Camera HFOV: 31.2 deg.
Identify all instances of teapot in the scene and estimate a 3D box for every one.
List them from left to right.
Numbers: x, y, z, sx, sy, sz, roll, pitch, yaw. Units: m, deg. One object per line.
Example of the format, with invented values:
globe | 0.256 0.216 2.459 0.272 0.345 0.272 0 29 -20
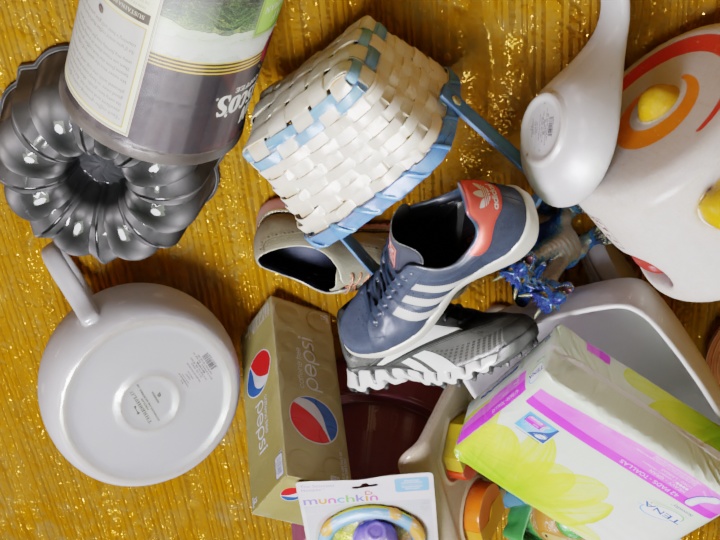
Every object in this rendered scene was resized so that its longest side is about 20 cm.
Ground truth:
teapot | -0.214 0.088 1.191 0.195 0.146 0.202 8 108 -28

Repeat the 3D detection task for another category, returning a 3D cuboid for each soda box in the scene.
soda box | -0.060 0.123 1.150 0.067 0.201 0.064 18 132 -27

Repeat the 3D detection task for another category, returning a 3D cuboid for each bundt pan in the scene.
bundt pan | -0.219 -0.086 1.085 0.199 0.076 0.203 4 130 5

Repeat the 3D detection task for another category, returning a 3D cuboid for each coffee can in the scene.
coffee can | -0.129 -0.200 0.931 0.145 0.147 0.201 18 130 -7

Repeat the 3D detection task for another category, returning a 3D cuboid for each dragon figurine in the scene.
dragon figurine | 0.135 -0.012 1.032 0.099 0.200 0.059 -36 99 -8

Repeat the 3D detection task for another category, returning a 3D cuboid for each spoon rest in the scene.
spoon rest | 0.161 -0.146 0.941 0.060 0.099 0.203 5 94 -28

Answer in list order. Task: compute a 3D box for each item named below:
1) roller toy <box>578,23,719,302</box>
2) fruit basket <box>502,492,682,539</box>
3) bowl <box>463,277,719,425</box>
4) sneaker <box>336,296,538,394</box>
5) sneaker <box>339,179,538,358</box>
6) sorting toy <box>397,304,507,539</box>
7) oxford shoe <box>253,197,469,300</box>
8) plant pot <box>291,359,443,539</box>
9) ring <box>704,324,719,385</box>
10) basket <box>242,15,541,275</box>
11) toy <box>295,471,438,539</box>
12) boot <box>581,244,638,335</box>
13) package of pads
roller toy | 0.251 -0.082 0.950 0.140 0.201 0.182 42 140 -25
fruit basket | 0.234 0.257 1.244 0.184 0.095 0.199 30 165 -22
bowl | 0.201 0.090 1.089 0.199 0.075 0.200 -19 121 37
sneaker | 0.051 0.045 1.043 0.199 0.066 0.091 -12 105 43
sneaker | 0.036 -0.005 0.962 0.084 0.076 0.200 15 134 -42
sorting toy | 0.110 0.162 1.171 0.036 0.200 0.186 9 135 31
oxford shoe | 0.000 0.000 1.126 0.198 0.074 0.071 13 130 -3
plant pot | 0.011 0.215 1.234 0.197 0.180 0.202 3 130 4
ring | 0.414 0.080 1.173 0.198 0.019 0.202 4 131 5
basket | 0.024 -0.086 1.007 0.175 0.140 0.200 -30 116 32
toy | 0.012 0.254 1.107 0.114 0.048 0.201 -5 135 2
boot | 0.218 0.060 1.145 0.095 0.074 0.201 -25 123 17
package of pads | 0.192 0.148 1.044 0.199 0.069 0.155 32 139 -8
